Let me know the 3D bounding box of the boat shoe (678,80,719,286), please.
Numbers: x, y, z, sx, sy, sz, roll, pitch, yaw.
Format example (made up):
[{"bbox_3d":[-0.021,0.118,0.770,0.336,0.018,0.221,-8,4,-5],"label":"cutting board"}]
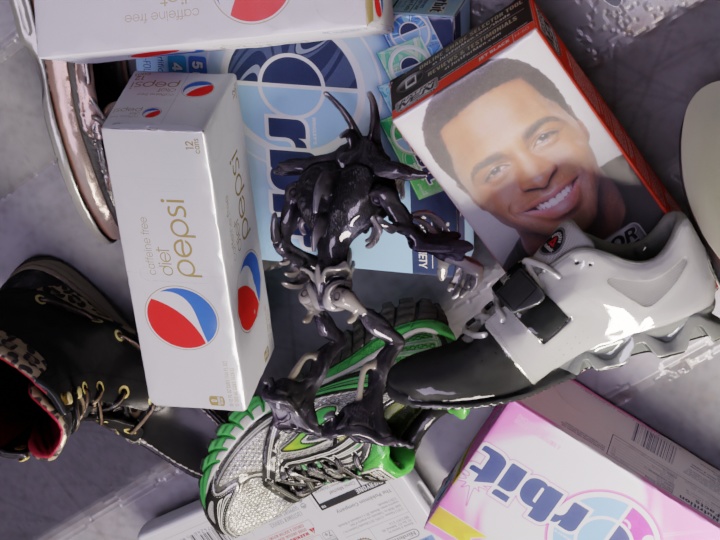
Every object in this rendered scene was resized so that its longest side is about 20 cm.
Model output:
[{"bbox_3d":[0.235,-0.011,1.444,0.071,0.063,0.200,-22,80,2],"label":"boat shoe"}]

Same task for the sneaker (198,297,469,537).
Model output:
[{"bbox_3d":[-0.019,0.104,1.551,0.200,0.085,0.078,-39,144,18],"label":"sneaker"}]

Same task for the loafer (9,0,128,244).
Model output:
[{"bbox_3d":[-0.161,-0.113,1.532,0.063,0.072,0.200,-12,108,14],"label":"loafer"}]

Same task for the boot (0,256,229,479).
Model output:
[{"bbox_3d":[-0.167,0.082,1.571,0.200,0.151,0.073,42,114,2],"label":"boot"}]

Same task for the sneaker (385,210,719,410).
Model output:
[{"bbox_3d":[0.103,0.018,1.413,0.200,0.074,0.089,-17,108,-11],"label":"sneaker"}]

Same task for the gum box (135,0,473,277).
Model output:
[{"bbox_3d":[-0.033,-0.088,1.516,0.200,0.045,0.170,5,117,15],"label":"gum box"}]

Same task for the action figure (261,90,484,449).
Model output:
[{"bbox_3d":[0.000,0.000,1.469,0.119,0.102,0.200,5,85,35],"label":"action figure"}]

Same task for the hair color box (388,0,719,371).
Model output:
[{"bbox_3d":[0.112,-0.049,1.453,0.101,0.061,0.200,-33,113,15],"label":"hair color box"}]

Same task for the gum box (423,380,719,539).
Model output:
[{"bbox_3d":[0.156,0.158,1.563,0.200,0.066,0.114,32,119,0],"label":"gum box"}]

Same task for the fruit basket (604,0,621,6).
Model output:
[{"bbox_3d":[0.077,-0.235,1.338,0.200,0.185,0.094,36,133,-5],"label":"fruit basket"}]

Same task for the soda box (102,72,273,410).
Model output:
[{"bbox_3d":[-0.101,-0.016,1.494,0.064,0.068,0.200,3,125,15],"label":"soda box"}]

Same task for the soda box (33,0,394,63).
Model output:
[{"bbox_3d":[-0.085,-0.161,1.440,0.200,0.064,0.068,-4,91,14],"label":"soda box"}]

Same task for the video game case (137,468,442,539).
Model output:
[{"bbox_3d":[-0.020,0.208,1.660,0.200,0.022,0.182,-25,108,26],"label":"video game case"}]
